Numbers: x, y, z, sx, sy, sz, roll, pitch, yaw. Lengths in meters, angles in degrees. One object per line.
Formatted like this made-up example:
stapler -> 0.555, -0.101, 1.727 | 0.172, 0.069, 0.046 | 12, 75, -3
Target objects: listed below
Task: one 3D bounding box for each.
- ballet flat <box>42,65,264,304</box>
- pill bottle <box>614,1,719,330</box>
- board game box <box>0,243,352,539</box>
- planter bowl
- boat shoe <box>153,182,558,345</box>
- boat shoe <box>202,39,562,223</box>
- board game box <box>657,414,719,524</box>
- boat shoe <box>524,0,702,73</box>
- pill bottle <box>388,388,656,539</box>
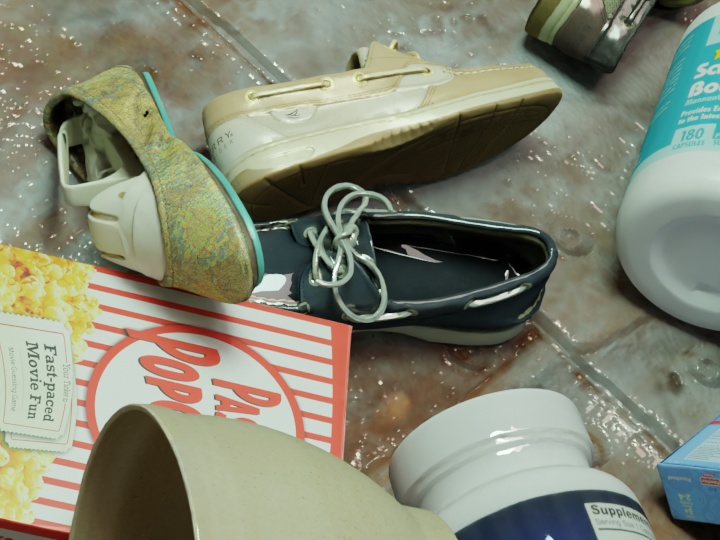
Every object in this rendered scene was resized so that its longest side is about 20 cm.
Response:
ballet flat -> -0.105, -0.036, 1.325 | 0.070, 0.071, 0.200 | -1, 29, -23
pill bottle -> 0.209, -0.071, 1.481 | 0.111, 0.111, 0.200 | 25, 48, -2
board game box -> -0.107, 0.074, 1.280 | 0.199, 0.046, 0.152 | 13, 50, -13
planter bowl -> -0.033, 0.157, 1.143 | 0.134, 0.200, 0.201 | 3, 53, -20
boat shoe -> 0.000, 0.000, 1.372 | 0.199, 0.062, 0.075 | 6, 55, -17
boat shoe -> 0.011, -0.084, 1.435 | 0.200, 0.074, 0.069 | -15, 66, -30
board game box -> 0.266, 0.068, 1.381 | 0.200, 0.151, 0.037 | -34, 115, -38
boat shoe -> 0.170, -0.175, 1.580 | 0.066, 0.072, 0.201 | 44, 54, 5
pill bottle -> 0.086, 0.159, 1.247 | 0.115, 0.116, 0.200 | -4, 55, -25
